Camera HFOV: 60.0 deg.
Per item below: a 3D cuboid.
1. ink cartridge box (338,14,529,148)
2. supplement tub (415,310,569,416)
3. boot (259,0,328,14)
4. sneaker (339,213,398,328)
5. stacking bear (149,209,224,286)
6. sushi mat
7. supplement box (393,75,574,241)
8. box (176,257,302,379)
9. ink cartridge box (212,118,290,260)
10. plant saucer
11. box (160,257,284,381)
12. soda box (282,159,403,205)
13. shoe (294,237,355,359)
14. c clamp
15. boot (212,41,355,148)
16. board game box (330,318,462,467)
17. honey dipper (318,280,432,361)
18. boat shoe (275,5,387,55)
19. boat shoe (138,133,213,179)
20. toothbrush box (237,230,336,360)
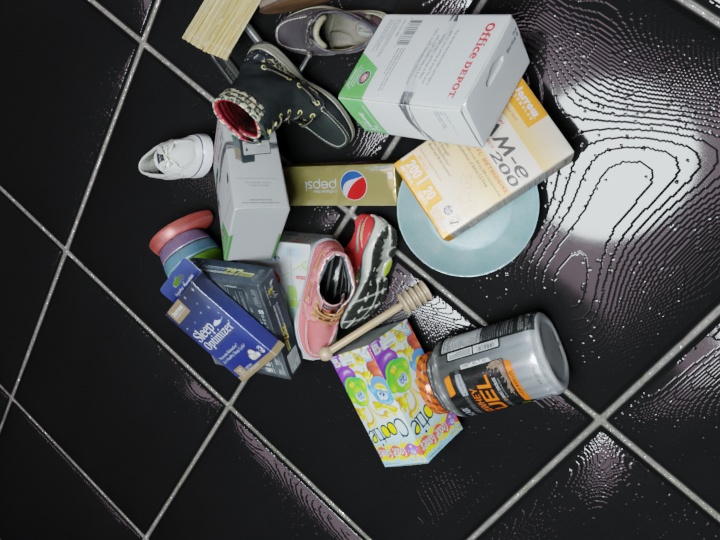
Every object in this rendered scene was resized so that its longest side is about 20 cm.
[{"bbox_3d":[0.093,-0.249,0.809,0.200,0.084,0.146,20,75,39],"label":"ink cartridge box"},{"bbox_3d":[0.190,0.143,0.918,0.200,0.122,0.123,-23,93,30],"label":"supplement tub"},{"bbox_3d":[-0.070,-0.468,0.902,0.200,0.070,0.146,-6,104,18],"label":"boot"},{"bbox_3d":[0.000,0.000,1.015,0.085,0.077,0.200,37,119,36],"label":"sneaker"},{"bbox_3d":[-0.277,0.011,1.114,0.121,0.114,0.200,-39,82,30],"label":"stacking bear"},{"bbox_3d":[-0.193,-0.425,0.964,0.096,0.012,0.200,32,93,18],"label":"sushi mat"},{"bbox_3d":[0.164,-0.145,0.837,0.200,0.074,0.126,-34,81,12],"label":"supplement box"},{"bbox_3d":[-0.190,0.078,1.000,0.158,0.051,0.200,6,129,25],"label":"box"},{"bbox_3d":[-0.175,-0.137,0.966,0.146,0.084,0.200,120,142,-55],"label":"ink cartridge box"},{"bbox_3d":[0.154,-0.091,0.899,0.201,0.039,0.201,0,90,16],"label":"plant saucer"},{"bbox_3d":[-0.224,0.080,0.964,0.200,0.032,0.121,43,135,-7],"label":"box"},{"bbox_3d":[-0.023,-0.137,0.976,0.200,0.068,0.064,2,106,26],"label":"soda box"},{"bbox_3d":[-0.056,0.054,0.960,0.071,0.091,0.200,5,104,-14],"label":"shoe"},{"bbox_3d":[-0.170,-0.349,1.001,0.200,0.027,0.171,48,138,8],"label":"c clamp"},{"bbox_3d":[-0.110,-0.222,0.917,0.204,0.154,0.073,41,137,-19],"label":"boot"},{"bbox_3d":[0.057,0.196,0.998,0.103,0.105,0.200,-25,93,47],"label":"board game box"},{"bbox_3d":[0.021,0.083,0.974,0.200,0.038,0.038,-33,88,-5],"label":"honey dipper"},{"bbox_3d":[-0.050,-0.355,0.926,0.200,0.065,0.072,13,114,26],"label":"boat shoe"},{"bbox_3d":[-0.322,-0.194,1.076,0.200,0.066,0.072,4,99,49],"label":"boat shoe"},{"bbox_3d":[-0.124,0.038,1.069,0.145,0.086,0.200,7,106,25],"label":"toothbrush box"}]
